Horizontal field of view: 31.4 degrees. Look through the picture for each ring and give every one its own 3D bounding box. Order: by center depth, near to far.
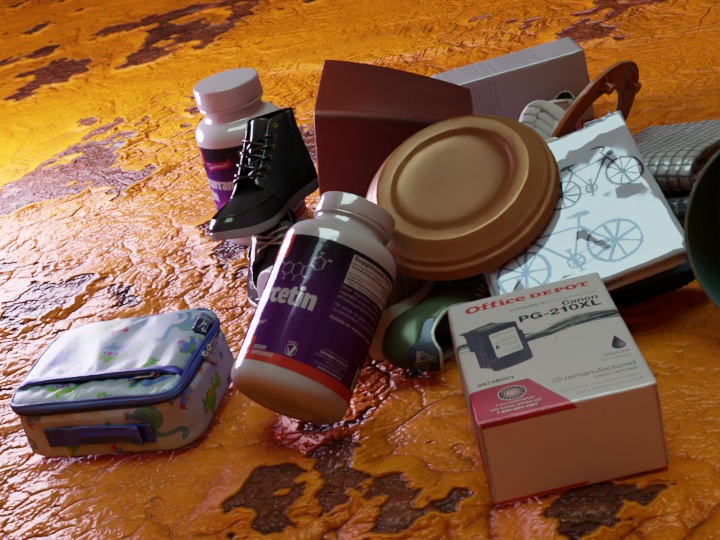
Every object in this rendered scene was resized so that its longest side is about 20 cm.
[{"bbox_3d":[0.249,-0.139,1.404,0.019,0.201,0.200,35,48,22],"label":"ring"}]

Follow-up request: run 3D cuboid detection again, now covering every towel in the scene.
[{"bbox_3d":[0.330,-0.100,1.369,0.165,0.086,0.200,-1,17,43],"label":"towel"}]

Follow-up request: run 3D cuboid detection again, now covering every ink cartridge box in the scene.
[{"bbox_3d":[0.159,0.093,1.077,0.144,0.085,0.200,-13,25,2],"label":"ink cartridge box"}]

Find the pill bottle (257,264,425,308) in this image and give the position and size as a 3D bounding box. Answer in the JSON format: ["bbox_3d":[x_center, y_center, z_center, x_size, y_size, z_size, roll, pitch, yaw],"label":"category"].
[{"bbox_3d":[0.000,0.000,1.322,0.199,0.114,0.113,-28,28,-28],"label":"pill bottle"}]

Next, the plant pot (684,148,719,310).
[{"bbox_3d":[0.399,-0.054,1.137,0.199,0.202,0.161,-3,16,23],"label":"plant pot"}]

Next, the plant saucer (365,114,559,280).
[{"bbox_3d":[0.094,-0.081,1.250,0.199,0.038,0.201,-13,50,16],"label":"plant saucer"}]

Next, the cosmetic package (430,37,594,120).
[{"bbox_3d":[0.202,-0.231,1.705,0.199,0.102,0.074,-16,26,-4],"label":"cosmetic package"}]

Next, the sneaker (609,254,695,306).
[{"bbox_3d":[0.230,-0.007,1.227,0.199,0.083,0.070,-12,-19,2],"label":"sneaker"}]

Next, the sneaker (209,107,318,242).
[{"bbox_3d":[-0.124,-0.110,1.459,0.074,0.107,0.200,-6,22,29],"label":"sneaker"}]

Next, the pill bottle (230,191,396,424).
[{"bbox_3d":[-0.036,0.033,1.179,0.112,0.112,0.201,6,67,37],"label":"pill bottle"}]

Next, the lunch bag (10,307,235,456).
[{"bbox_3d":[-0.231,0.112,1.260,0.199,0.083,0.161,-6,29,20],"label":"lunch bag"}]

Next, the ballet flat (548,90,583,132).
[{"bbox_3d":[0.235,-0.170,1.595,0.069,0.072,0.200,-2,28,24],"label":"ballet flat"}]

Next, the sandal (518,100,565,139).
[{"bbox_3d":[0.196,-0.113,1.500,0.082,0.050,0.203,27,59,6],"label":"sandal"}]

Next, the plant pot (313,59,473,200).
[{"bbox_3d":[0.045,-0.125,1.481,0.175,0.201,0.200,-2,26,3],"label":"plant pot"}]

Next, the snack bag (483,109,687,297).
[{"bbox_3d":[0.193,-0.052,1.221,0.188,0.021,0.201,-22,49,7],"label":"snack bag"}]

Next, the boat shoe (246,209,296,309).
[{"bbox_3d":[-0.102,-0.020,1.465,0.074,0.074,0.200,-14,25,1],"label":"boat shoe"}]

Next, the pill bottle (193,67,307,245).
[{"bbox_3d":[-0.141,-0.142,1.590,0.111,0.201,0.112,-12,25,6],"label":"pill bottle"}]

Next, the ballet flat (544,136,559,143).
[{"bbox_3d":[0.213,-0.091,1.287,0.199,0.076,0.068,23,6,31],"label":"ballet flat"}]

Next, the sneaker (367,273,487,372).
[{"bbox_3d":[0.098,0.040,1.254,0.089,0.067,0.200,16,39,36],"label":"sneaker"}]
